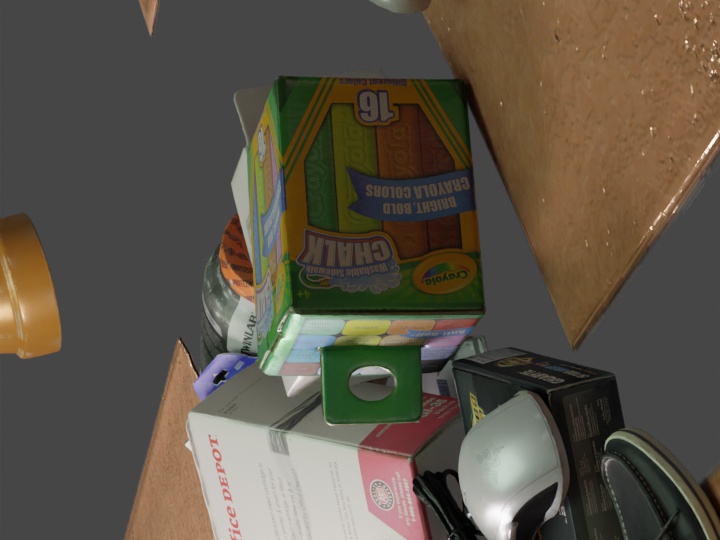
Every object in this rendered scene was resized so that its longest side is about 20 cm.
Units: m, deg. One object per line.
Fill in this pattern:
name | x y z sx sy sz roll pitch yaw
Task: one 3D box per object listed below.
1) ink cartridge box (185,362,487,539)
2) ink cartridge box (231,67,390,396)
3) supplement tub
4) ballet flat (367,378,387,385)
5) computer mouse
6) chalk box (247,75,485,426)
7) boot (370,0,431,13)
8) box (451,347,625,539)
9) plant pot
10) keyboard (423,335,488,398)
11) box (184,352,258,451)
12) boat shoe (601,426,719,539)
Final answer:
ink cartridge box | -0.009 0.153 1.516 0.199 0.083 0.147 9 122 38
ink cartridge box | -0.015 -0.028 1.484 0.068 0.116 0.201 119 138 -65
supplement tub | -0.062 0.045 1.694 0.200 0.122 0.123 96 154 -50
ballet flat | 0.000 0.000 1.553 0.068 0.067 0.201 158 96 -71
computer mouse | 0.074 0.133 1.307 0.200 0.044 0.110 107 146 -59
chalk box | 0.002 -0.005 1.373 0.124 0.124 0.201 120 147 -66
boot | -0.011 -0.226 1.391 0.200 0.073 0.096 -133 40 -56
box | 0.120 0.153 1.332 0.159 0.046 0.201 -167 64 -71
plant pot | -0.532 0.038 3.083 0.200 0.182 0.201 165 90 -73
keyboard | 0.057 0.074 1.537 0.200 0.011 0.057 173 78 -73
box | -0.046 0.146 1.651 0.200 0.042 0.119 38 145 -2
boat shoe | 0.167 0.177 1.180 0.075 0.062 0.201 108 145 -63
